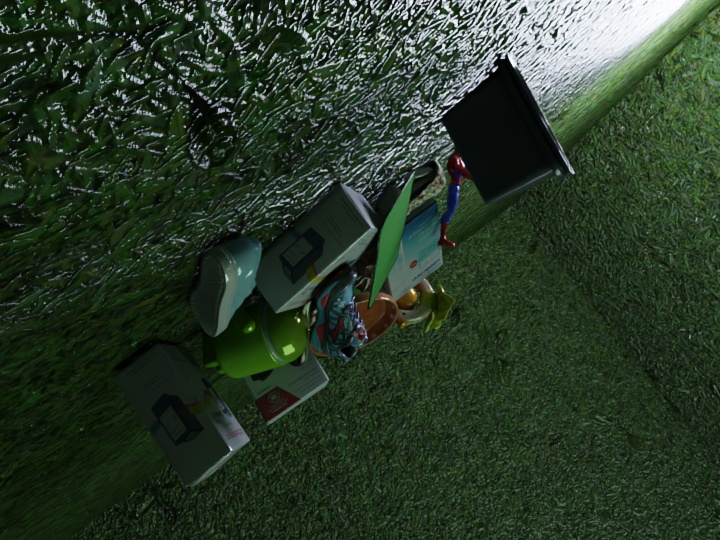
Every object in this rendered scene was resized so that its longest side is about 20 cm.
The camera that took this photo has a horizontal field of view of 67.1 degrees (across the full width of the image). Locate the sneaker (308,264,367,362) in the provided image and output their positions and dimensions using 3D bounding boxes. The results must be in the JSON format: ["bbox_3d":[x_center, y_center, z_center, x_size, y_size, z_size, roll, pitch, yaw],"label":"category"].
[{"bbox_3d":[-0.020,0.076,0.891,0.079,0.095,0.202,-43,159,-37],"label":"sneaker"}]

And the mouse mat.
[{"bbox_3d":[0.052,-0.049,0.921,0.203,0.007,0.162,97,17,-44],"label":"mouse mat"}]

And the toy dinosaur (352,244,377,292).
[{"bbox_3d":[0.000,0.000,1.058,0.086,0.135,0.201,-46,153,-11],"label":"toy dinosaur"}]

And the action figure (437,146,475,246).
[{"bbox_3d":[0.206,-0.147,1.059,0.096,0.205,0.065,5,180,6],"label":"action figure"}]

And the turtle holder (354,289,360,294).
[{"bbox_3d":[-0.002,0.035,1.402,0.132,0.137,0.190,-62,162,-68],"label":"turtle holder"}]

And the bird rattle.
[{"bbox_3d":[0.112,0.042,1.205,0.161,0.202,0.113,-24,160,-26],"label":"bird rattle"}]

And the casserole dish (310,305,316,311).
[{"bbox_3d":[-0.121,0.078,1.161,0.038,0.124,0.200,7,153,-20],"label":"casserole dish"}]

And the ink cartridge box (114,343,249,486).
[{"bbox_3d":[-0.276,0.224,0.866,0.087,0.202,0.145,-35,171,-6],"label":"ink cartridge box"}]

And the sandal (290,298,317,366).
[{"bbox_3d":[-0.107,0.079,1.032,0.056,0.206,0.079,-2,-166,-41],"label":"sandal"}]

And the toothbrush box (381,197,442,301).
[{"bbox_3d":[0.086,-0.054,1.116,0.145,0.085,0.202,-35,145,-15],"label":"toothbrush box"}]

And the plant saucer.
[{"bbox_3d":[-0.017,0.107,1.108,0.196,0.033,0.202,-19,149,-12],"label":"plant saucer"}]

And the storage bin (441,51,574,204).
[{"bbox_3d":[0.226,-0.207,0.853,0.133,0.203,0.145,-28,176,26],"label":"storage bin"}]

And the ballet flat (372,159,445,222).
[{"bbox_3d":[0.079,-0.142,1.007,0.199,0.075,0.065,-40,142,-22],"label":"ballet flat"}]

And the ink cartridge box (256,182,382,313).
[{"bbox_3d":[-0.063,-0.032,0.860,0.199,0.088,0.145,-39,172,11],"label":"ink cartridge box"}]

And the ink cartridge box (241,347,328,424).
[{"bbox_3d":[-0.175,0.178,1.087,0.144,0.202,0.083,-31,168,-16],"label":"ink cartridge box"}]

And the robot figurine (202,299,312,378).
[{"bbox_3d":[-0.178,0.117,0.953,0.196,0.118,0.176,-18,149,14],"label":"robot figurine"}]

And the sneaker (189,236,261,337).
[{"bbox_3d":[-0.174,0.025,0.734,0.081,0.075,0.200,-28,168,-35],"label":"sneaker"}]
